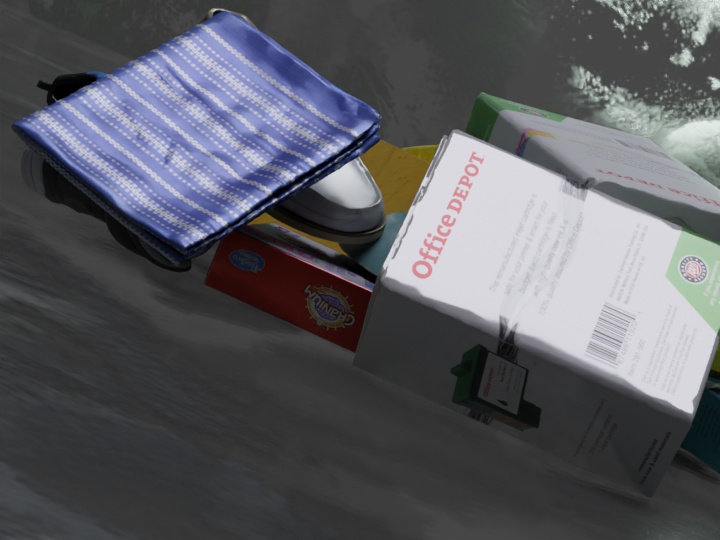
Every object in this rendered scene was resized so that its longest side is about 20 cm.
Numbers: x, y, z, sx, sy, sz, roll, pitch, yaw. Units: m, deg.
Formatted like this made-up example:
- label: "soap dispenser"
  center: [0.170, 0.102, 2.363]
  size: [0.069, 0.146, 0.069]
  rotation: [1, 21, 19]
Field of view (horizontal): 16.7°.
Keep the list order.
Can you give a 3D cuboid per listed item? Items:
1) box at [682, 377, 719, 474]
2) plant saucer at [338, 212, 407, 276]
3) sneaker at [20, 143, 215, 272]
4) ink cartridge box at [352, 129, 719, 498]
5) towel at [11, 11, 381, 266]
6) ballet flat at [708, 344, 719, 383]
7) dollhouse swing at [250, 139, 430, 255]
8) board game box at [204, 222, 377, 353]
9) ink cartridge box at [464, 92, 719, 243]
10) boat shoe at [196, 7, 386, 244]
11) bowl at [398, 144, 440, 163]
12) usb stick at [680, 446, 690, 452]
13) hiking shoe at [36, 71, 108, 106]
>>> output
- label: "box"
  center: [0.248, 0.092, 1.706]
  size: [0.082, 0.049, 0.200]
  rotation: [-2, 28, -41]
- label: "plant saucer"
  center: [0.082, 0.007, 1.624]
  size: [0.199, 0.036, 0.200]
  rotation: [24, 8, -3]
- label: "sneaker"
  center: [-0.122, -0.043, 1.568]
  size: [0.114, 0.076, 0.200]
  rotation: [33, 10, 29]
- label: "ink cartridge box"
  center: [0.112, 0.023, 1.464]
  size: [0.199, 0.085, 0.146]
  rotation: [24, 48, 4]
- label: "towel"
  center: [-0.095, -0.089, 1.512]
  size: [0.145, 0.024, 0.200]
  rotation: [37, 44, 19]
- label: "ballet flat"
  center: [0.235, 0.009, 1.738]
  size: [0.066, 0.067, 0.200]
  rotation: [6, 23, -17]
- label: "dollhouse swing"
  center: [0.000, 0.000, 1.848]
  size: [0.199, 0.177, 0.181]
  rotation: [27, 48, 33]
- label: "board game box"
  center: [0.010, 0.028, 1.579]
  size: [0.199, 0.041, 0.153]
  rotation: [24, 5, 7]
- label: "ink cartridge box"
  center: [0.164, -0.040, 1.674]
  size: [0.144, 0.088, 0.200]
  rotation: [14, 13, -24]
- label: "boat shoe"
  center: [-0.053, -0.095, 1.603]
  size: [0.074, 0.069, 0.200]
  rotation: [-19, 50, -41]
- label: "bowl"
  center: [0.114, -0.033, 1.949]
  size: [0.198, 0.109, 0.200]
  rotation: [4, -5, 0]
- label: "usb stick"
  center: [0.205, 0.098, 1.776]
  size: [0.199, 0.033, 0.055]
  rotation: [25, 16, 17]
- label: "hiking shoe"
  center: [-0.198, -0.129, 2.137]
  size: [0.086, 0.075, 0.199]
  rotation: [8, 4, -41]
